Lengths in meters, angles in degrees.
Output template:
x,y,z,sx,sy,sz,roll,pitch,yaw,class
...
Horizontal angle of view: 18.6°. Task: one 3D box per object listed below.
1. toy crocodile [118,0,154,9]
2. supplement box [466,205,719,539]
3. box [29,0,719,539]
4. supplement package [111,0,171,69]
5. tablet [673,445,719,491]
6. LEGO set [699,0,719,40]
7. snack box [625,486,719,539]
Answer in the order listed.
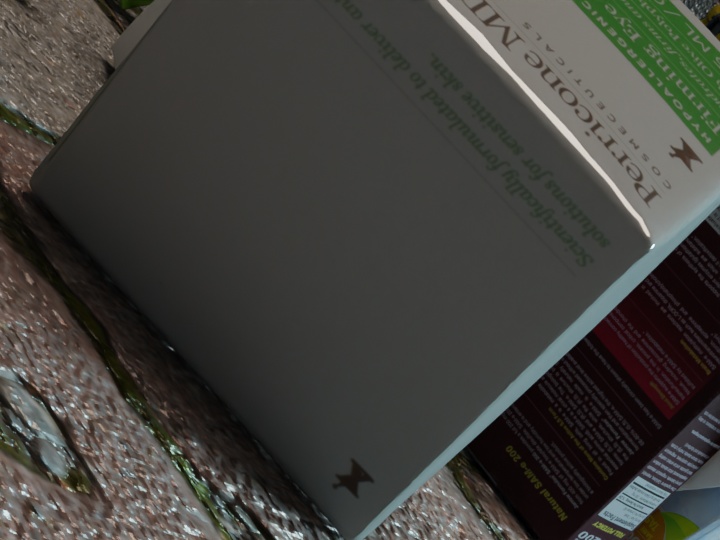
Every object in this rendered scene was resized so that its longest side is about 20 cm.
x,y,z,sx,sy,sz,roll,pitch,yaw,class
-0.062,-0.147,1.274,0.199,0.068,0.062,31,43,34,toy crocodile
0.148,0.047,1.139,0.109,0.200,0.061,52,11,31,supplement box
0.021,-0.046,0.878,0.199,0.200,0.171,47,35,6,box
-0.019,-0.075,1.160,0.200,0.120,0.121,42,12,-23,supplement package
0.185,0.056,1.176,0.014,0.198,0.131,50,39,-49,tablet
0.145,-0.100,1.173,0.116,0.153,0.200,62,4,22,LEGO set
0.185,0.064,1.232,0.068,0.168,0.201,41,20,-46,snack box
